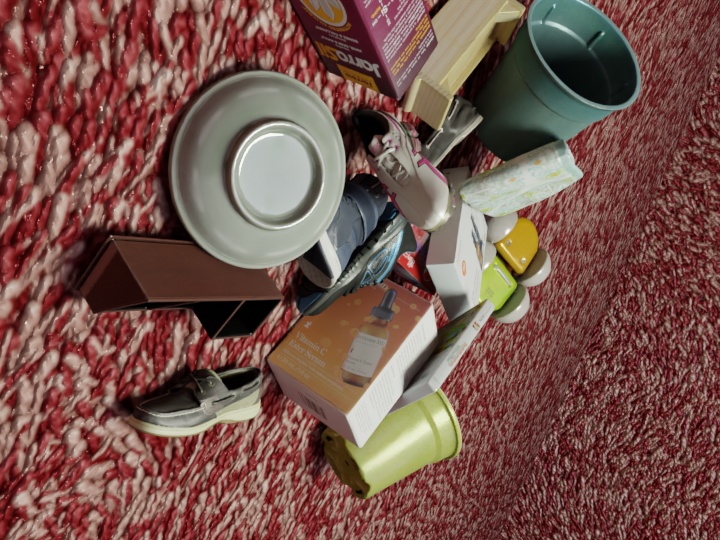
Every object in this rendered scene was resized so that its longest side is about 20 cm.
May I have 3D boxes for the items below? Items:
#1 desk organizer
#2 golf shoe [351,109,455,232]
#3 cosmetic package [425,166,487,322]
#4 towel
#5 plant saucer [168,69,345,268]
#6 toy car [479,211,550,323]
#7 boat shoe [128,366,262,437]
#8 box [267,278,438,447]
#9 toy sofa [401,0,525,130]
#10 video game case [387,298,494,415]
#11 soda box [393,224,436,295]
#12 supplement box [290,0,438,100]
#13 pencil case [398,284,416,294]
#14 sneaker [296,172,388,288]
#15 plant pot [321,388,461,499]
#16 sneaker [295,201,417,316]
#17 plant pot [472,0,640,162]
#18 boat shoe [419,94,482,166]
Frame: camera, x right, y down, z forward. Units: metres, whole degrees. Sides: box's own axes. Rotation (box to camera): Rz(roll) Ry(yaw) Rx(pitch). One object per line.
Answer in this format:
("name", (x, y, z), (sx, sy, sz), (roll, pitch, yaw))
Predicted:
("desk organizer", (-0.173, 0.022, 0.713), (0.072, 0.077, 0.199), (-47, 157, 22))
("golf shoe", (0.045, -0.123, 0.866), (0.091, 0.201, 0.073), (17, 123, -40))
("cosmetic package", (0.160, -0.042, 1.144), (0.151, 0.051, 0.202), (59, 35, -45))
("towel", (0.255, -0.137, 1.104), (0.169, 0.049, 0.199), (-24, 168, 20))
("plant saucer", (-0.091, -0.098, 0.714), (0.197, 0.050, 0.204), (-9, 106, -32))
("toy car", (0.244, -0.012, 1.324), (0.175, 0.149, 0.201), (46, 66, -24))
("boat shoe", (-0.187, 0.147, 0.832), (0.200, 0.071, 0.067), (4, 100, -59))
("box", (-0.006, 0.115, 1.005), (0.201, 0.151, 0.107), (-50, 149, -23))
("toy sofa", (0.129, -0.303, 0.971), (0.201, 0.097, 0.083), (-53, 174, -18))
("video game case", (0.106, 0.141, 1.085), (0.182, 0.023, 0.200), (-48, -178, -34))
("soda box", (0.077, -0.028, 1.114), (0.071, 0.063, 0.200), (-61, 151, -6))
("supplement box", (-0.006, -0.282, 0.721), (0.086, 0.109, 0.200), (-55, 150, -10))
("pencil case", (0.034, 0.122, 1.153), (0.201, 0.086, 0.083), (-54, -171, -16))
("sneaker", (-0.035, -0.099, 0.863), (0.147, 0.076, 0.204), (-50, 145, -30))
("plant pot", (0.039, 0.282, 1.208), (0.183, 0.200, 0.203), (-28, 138, -27))
("sneaker", (0.000, 0.000, 0.960), (0.200, 0.073, 0.082), (-42, 125, -10))
("plant pot", (0.278, -0.273, 1.071), (0.200, 0.201, 0.196), (-40, 178, -34))
("boat shoe", (0.102, -0.184, 1.048), (0.200, 0.057, 0.067), (-46, -177, -22))
